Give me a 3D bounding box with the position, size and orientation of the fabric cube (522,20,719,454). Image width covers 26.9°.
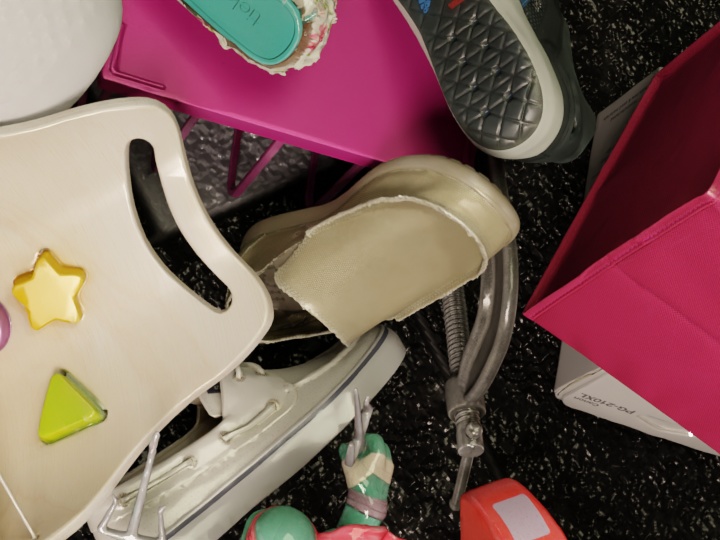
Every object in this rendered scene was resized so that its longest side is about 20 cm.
[{"bbox_3d":[0.244,-0.020,0.787,0.199,0.200,0.196,36,64,-6],"label":"fabric cube"}]

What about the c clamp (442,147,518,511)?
[{"bbox_3d":[0.056,0.008,0.838,0.027,0.171,0.201,3,58,-8],"label":"c clamp"}]

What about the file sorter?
[{"bbox_3d":[-0.046,-0.115,0.829,0.199,0.125,0.140,15,68,-18],"label":"file sorter"}]

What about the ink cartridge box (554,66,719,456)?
[{"bbox_3d":[0.212,-0.001,0.928,0.144,0.084,0.201,19,67,-16],"label":"ink cartridge box"}]

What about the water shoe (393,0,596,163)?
[{"bbox_3d":[0.062,-0.143,0.785,0.079,0.071,0.201,12,58,-54],"label":"water shoe"}]

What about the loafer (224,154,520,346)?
[{"bbox_3d":[0.000,0.000,0.770,0.076,0.200,0.068,41,55,-23],"label":"loafer"}]

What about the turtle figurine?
[{"bbox_3d":[-0.047,0.146,0.699,0.149,0.200,0.101,-10,49,-18],"label":"turtle figurine"}]

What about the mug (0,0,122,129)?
[{"bbox_3d":[-0.207,-0.161,0.706,0.175,0.148,0.200,40,19,-35],"label":"mug"}]

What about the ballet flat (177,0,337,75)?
[{"bbox_3d":[-0.088,-0.177,0.732,0.200,0.076,0.064,48,34,-5],"label":"ballet flat"}]

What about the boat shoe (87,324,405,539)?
[{"bbox_3d":[-0.062,0.080,0.793,0.200,0.071,0.070,-39,94,-22],"label":"boat shoe"}]

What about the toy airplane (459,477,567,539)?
[{"bbox_3d":[0.109,0.231,0.774,0.199,0.141,0.200,33,62,-11],"label":"toy airplane"}]

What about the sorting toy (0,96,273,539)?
[{"bbox_3d":[-0.144,0.011,0.703,0.180,0.107,0.201,-26,99,3],"label":"sorting toy"}]
